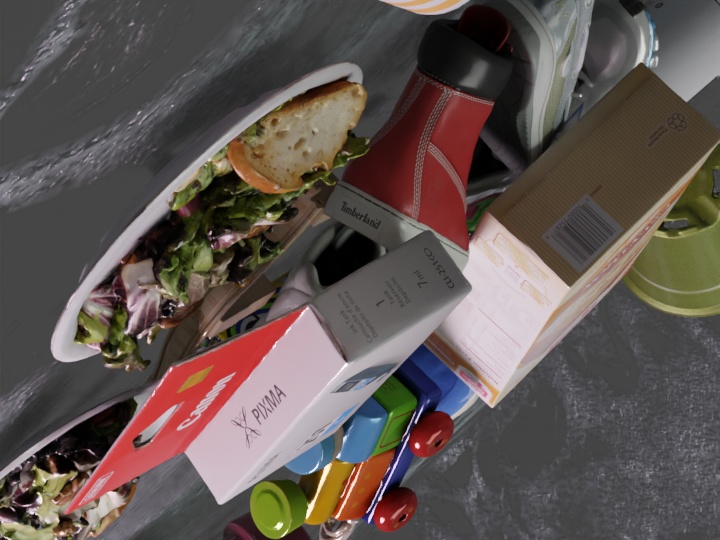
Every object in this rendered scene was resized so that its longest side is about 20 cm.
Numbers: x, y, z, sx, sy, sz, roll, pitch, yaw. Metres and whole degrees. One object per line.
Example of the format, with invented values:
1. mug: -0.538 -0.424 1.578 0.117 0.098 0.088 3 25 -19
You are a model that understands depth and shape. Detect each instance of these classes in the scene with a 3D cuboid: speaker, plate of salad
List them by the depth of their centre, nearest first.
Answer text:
1. plate of salad: -0.066 -0.020 1.042 0.200 0.048 0.200 -43 172 -8
2. plate of salad: -0.169 0.132 1.264 0.199 0.048 0.200 -34 165 -10
3. speaker: 0.188 -0.129 1.616 0.200 0.081 0.081 -40 170 -25

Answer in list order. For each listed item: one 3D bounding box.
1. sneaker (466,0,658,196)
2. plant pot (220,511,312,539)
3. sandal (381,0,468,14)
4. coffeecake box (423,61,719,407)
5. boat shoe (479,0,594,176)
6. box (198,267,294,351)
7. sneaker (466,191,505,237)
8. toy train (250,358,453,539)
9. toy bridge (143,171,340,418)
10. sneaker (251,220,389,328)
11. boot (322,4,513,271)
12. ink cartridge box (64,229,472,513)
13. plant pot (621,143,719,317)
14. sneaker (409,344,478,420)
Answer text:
1. sneaker: 0.124 -0.109 1.455 0.086 0.075 0.200 -27 162 -43
2. plant pot: -0.124 0.356 2.151 0.178 0.201 0.200 -23 164 -21
3. sandal: 0.040 -0.148 0.936 0.079 0.059 0.206 -47 170 20
4. coffeecake box: 0.130 -0.018 1.389 0.153 0.073 0.200 -43 170 -24
5. boat shoe: 0.102 -0.119 1.307 0.065 0.075 0.202 -37 163 -13
6. box: -0.037 0.039 1.434 0.200 0.064 0.070 -34 167 -51
7. sneaker: 0.057 0.010 1.576 0.076 0.084 0.200 -23 177 -32
8. toy train: -0.027 0.150 1.443 0.115 0.085 0.201 -18 141 -44
9. toy bridge: -0.077 0.017 1.273 0.200 0.027 0.067 -52 168 34
10. sneaker: 0.000 0.000 1.359 0.092 0.075 0.200 -62 176 31
11. boot: 0.051 -0.074 1.239 0.145 0.072 0.200 -62 169 0
12. ink cartridge box: -0.052 0.071 1.160 0.176 0.045 0.200 -29 168 -34
13. plant pot: 0.351 -0.070 2.353 0.200 0.200 0.190 -44 158 1
14. sneaker: -0.016 0.089 1.524 0.198 0.077 0.111 -8 179 16
